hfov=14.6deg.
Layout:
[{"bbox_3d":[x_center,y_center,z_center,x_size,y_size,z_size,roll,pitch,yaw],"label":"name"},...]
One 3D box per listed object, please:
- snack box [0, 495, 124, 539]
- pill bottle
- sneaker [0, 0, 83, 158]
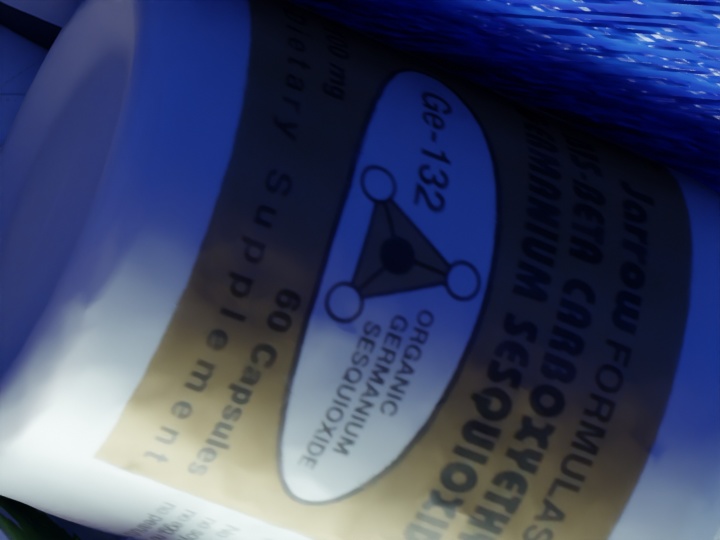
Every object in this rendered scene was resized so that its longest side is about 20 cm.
[{"bbox_3d":[-0.059,0.082,0.659,0.142,0.053,0.200,43,-176,27],"label":"snack box"},{"bbox_3d":[0.022,0.021,0.587,0.200,0.114,0.114,22,172,-19],"label":"pill bottle"},{"bbox_3d":[-0.111,-0.038,0.632,0.200,0.081,0.076,22,174,-9],"label":"sneaker"}]
